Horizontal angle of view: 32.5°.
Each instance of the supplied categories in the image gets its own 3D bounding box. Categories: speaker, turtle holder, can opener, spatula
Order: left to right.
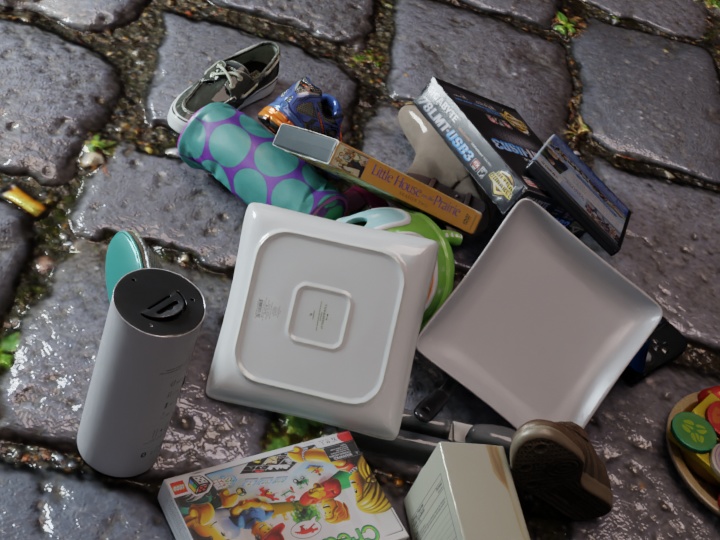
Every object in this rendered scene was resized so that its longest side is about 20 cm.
[{"bbox_3d":[-0.195,0.093,1.087,0.081,0.200,0.081,13,42,-12],"label":"speaker"},{"bbox_3d":[0.006,-0.008,1.308,0.131,0.141,0.185,2,29,-45],"label":"turtle holder"},{"bbox_3d":[0.077,0.163,1.243,0.199,0.067,0.053,11,44,-6],"label":"can opener"},{"bbox_3d":[0.092,0.119,1.275,0.056,0.021,0.200,38,26,8],"label":"spatula"}]

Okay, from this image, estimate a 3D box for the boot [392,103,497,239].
[{"bbox_3d":[0.086,-0.119,1.528,0.200,0.070,0.146,40,47,18],"label":"boot"}]

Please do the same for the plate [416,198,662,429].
[{"bbox_3d":[0.185,0.060,1.290,0.199,0.032,0.200,38,83,-6],"label":"plate"}]

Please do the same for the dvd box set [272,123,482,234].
[{"bbox_3d":[0.018,-0.100,1.346,0.199,0.030,0.146,24,1,-32],"label":"dvd box set"}]

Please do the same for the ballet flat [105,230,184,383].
[{"bbox_3d":[-0.212,0.047,1.240,0.072,0.072,0.201,1,47,-23],"label":"ballet flat"}]

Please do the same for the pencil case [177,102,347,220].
[{"bbox_3d":[-0.111,-0.105,1.406,0.200,0.093,0.085,39,42,19],"label":"pencil case"}]

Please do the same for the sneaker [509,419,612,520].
[{"bbox_3d":[0.190,0.178,1.204,0.070,0.200,0.076,-19,53,17],"label":"sneaker"}]

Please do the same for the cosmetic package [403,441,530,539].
[{"bbox_3d":[0.104,0.266,1.117,0.071,0.105,0.201,7,46,-20],"label":"cosmetic package"}]

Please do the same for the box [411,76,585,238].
[{"bbox_3d":[0.180,-0.135,1.497,0.200,0.050,0.199,11,37,-52],"label":"box"}]

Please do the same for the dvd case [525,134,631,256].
[{"bbox_3d":[0.266,-0.095,1.485,0.143,0.018,0.200,46,21,0],"label":"dvd case"}]

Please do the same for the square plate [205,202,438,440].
[{"bbox_3d":[-0.039,0.048,1.209,0.197,0.201,0.028,12,-3,6],"label":"square plate"}]

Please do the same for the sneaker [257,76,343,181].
[{"bbox_3d":[-0.046,-0.165,1.455,0.075,0.079,0.200,40,2,19],"label":"sneaker"}]

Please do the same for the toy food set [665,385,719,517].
[{"bbox_3d":[0.430,0.209,1.358,0.200,0.049,0.198,42,45,19],"label":"toy food set"}]

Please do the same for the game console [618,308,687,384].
[{"bbox_3d":[0.288,0.020,1.437,0.170,0.119,0.200,-23,59,-39],"label":"game console"}]

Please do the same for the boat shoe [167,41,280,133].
[{"bbox_3d":[-0.168,-0.232,1.533,0.071,0.064,0.200,33,43,11],"label":"boat shoe"}]

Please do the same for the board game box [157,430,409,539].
[{"bbox_3d":[-0.070,0.226,1.130,0.199,0.035,0.126,-11,53,-32],"label":"board game box"}]

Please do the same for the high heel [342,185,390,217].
[{"bbox_3d":[0.049,-0.030,1.425,0.200,0.068,0.096,47,38,19],"label":"high heel"}]
